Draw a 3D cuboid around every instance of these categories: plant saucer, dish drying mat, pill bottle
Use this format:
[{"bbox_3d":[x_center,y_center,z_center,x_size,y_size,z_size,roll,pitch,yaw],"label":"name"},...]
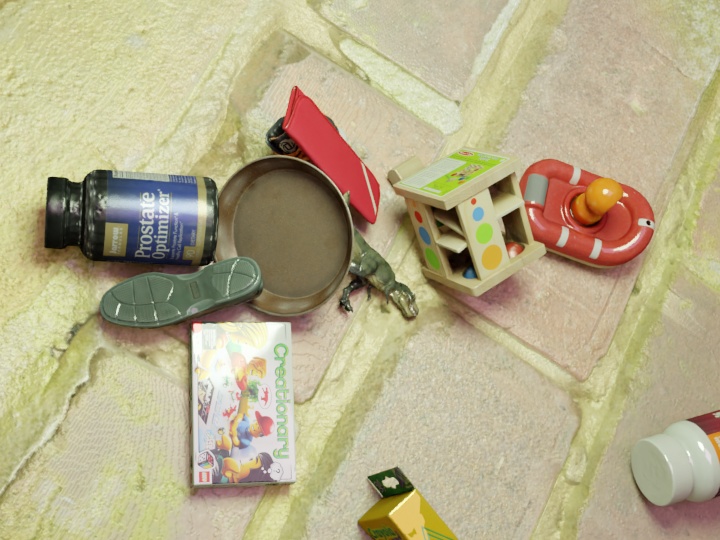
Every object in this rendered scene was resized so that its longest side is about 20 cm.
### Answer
[{"bbox_3d":[-0.094,-0.044,1.278,0.201,0.200,0.034,57,24,5],"label":"plant saucer"},{"bbox_3d":[-0.032,-0.145,1.310,0.200,0.018,0.077,47,41,-40],"label":"dish drying mat"},{"bbox_3d":[0.476,0.249,1.385,0.199,0.110,0.110,-11,78,-20],"label":"pill bottle"},{"bbox_3d":[-0.278,-0.064,1.241,0.199,0.112,0.112,2,73,-17],"label":"pill bottle"}]

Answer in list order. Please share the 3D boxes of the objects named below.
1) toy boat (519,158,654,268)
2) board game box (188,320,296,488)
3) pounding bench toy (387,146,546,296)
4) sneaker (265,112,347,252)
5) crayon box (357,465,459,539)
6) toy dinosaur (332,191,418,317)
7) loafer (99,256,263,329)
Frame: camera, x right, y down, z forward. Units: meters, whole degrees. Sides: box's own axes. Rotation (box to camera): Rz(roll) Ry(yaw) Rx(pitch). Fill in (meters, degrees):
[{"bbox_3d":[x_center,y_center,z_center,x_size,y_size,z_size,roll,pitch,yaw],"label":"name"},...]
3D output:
[{"bbox_3d":[0.322,-0.088,1.426,0.199,0.131,0.131,18,70,-11],"label":"toy boat"},{"bbox_3d":[-0.146,0.163,1.256,0.126,0.035,0.201,1,74,-17],"label":"board game box"},{"bbox_3d":[0.127,-0.068,1.371,0.124,0.200,0.156,-30,116,-21],"label":"pounding bench toy"},{"bbox_3d":[-0.079,-0.125,1.317,0.112,0.077,0.201,36,48,-47],"label":"sneaker"},{"bbox_3d":[0.073,0.333,1.224,0.052,0.126,0.200,-38,87,-23],"label":"crayon box"},{"bbox_3d":[0.000,0.000,1.323,0.088,0.047,0.200,-45,122,-17],"label":"toy dinosaur"},{"bbox_3d":[-0.214,0.037,1.253,0.199,0.063,0.072,-12,66,1],"label":"loafer"}]
